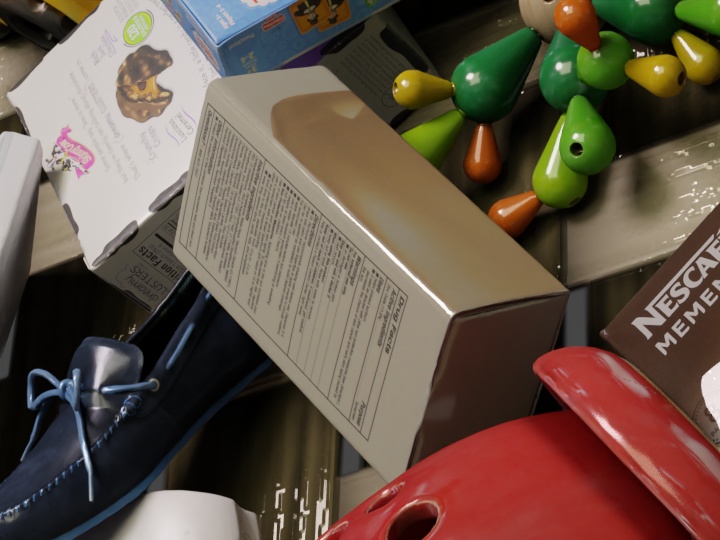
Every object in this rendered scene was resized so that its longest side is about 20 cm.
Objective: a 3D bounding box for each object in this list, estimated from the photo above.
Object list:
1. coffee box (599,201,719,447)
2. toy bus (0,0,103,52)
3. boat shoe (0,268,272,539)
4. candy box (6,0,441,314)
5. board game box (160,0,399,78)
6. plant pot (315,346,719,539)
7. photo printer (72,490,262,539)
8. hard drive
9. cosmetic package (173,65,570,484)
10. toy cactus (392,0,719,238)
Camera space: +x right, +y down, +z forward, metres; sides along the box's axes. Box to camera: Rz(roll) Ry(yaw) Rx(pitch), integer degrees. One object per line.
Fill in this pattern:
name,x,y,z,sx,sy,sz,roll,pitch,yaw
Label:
coffee box,0.211,-0.002,0.968,0.200,0.080,0.114,-47,43,5
toy bus,-0.222,-0.230,1.405,0.199,0.192,0.136,16,75,46
boat shoe,-0.121,0.059,1.163,0.084,0.069,0.200,-6,30,41
candy box,-0.078,-0.098,1.283,0.200,0.071,0.168,-42,44,10
board game box,-0.014,-0.187,1.220,0.199,0.037,0.151,-29,45,-10
plant pot,0.083,0.146,0.901,0.182,0.200,0.201,-42,44,1
photo printer,-0.133,0.192,1.140,0.199,0.069,0.167,-12,56,35
hard drive,-0.207,0.045,1.253,0.027,0.132,0.201,15,55,-2
cosmetic package,0.000,0.000,1.104,0.200,0.071,0.106,46,133,37
toy cactus,0.092,-0.109,1.143,0.200,0.102,0.166,-34,36,30
